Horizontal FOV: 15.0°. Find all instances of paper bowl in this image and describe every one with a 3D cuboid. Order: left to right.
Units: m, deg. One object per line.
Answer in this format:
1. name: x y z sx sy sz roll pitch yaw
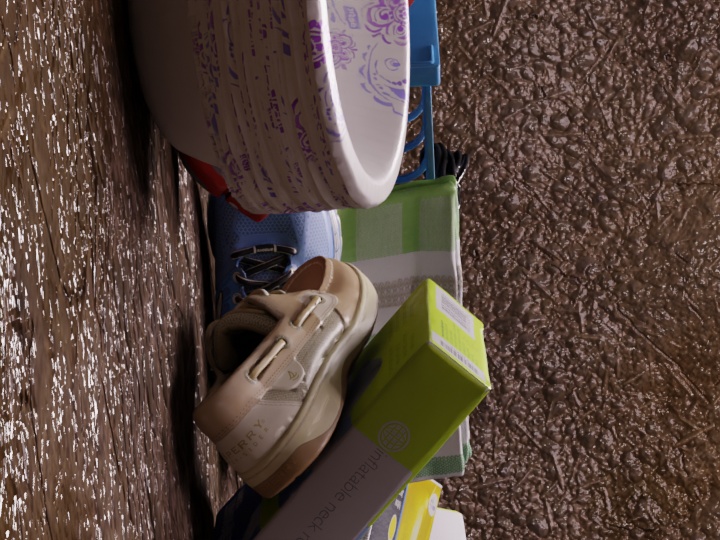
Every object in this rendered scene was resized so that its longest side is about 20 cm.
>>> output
1. paper bowl: -0.045 -0.126 1.285 0.201 0.104 0.202 -3 90 -79

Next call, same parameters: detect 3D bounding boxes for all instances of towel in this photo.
1. towel: -0.004 0.048 1.626 0.031 0.149 0.201 -131 -147 -55

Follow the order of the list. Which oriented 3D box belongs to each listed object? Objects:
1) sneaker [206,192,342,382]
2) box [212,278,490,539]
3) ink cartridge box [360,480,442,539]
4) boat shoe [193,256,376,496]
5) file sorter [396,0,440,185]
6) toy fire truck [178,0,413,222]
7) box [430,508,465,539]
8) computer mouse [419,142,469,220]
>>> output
1. sneaker: -0.046 0.028 1.533 0.089 0.078 0.201 -95 -179 -71
2. box: -0.013 0.105 1.418 0.200 0.048 0.122 -49 -170 12
3. ink cartridge box: -0.001 0.220 1.782 0.198 0.047 0.201 46 54 -75
4. boat shoe: -0.042 0.039 1.401 0.065 0.072 0.200 40 26 -12
5. file sorter: -0.021 -0.108 1.693 0.200 0.138 0.123 -90 178 -63
6. toy fire truck: -0.051 -0.142 1.408 0.200 0.141 0.049 -55 -174 8
7. box: 0.042 0.263 1.943 0.200 0.047 0.122 -97 -158 -52
8. computer mouse: 0.000 0.000 1.750 0.200 0.046 0.141 -53 -170 28
